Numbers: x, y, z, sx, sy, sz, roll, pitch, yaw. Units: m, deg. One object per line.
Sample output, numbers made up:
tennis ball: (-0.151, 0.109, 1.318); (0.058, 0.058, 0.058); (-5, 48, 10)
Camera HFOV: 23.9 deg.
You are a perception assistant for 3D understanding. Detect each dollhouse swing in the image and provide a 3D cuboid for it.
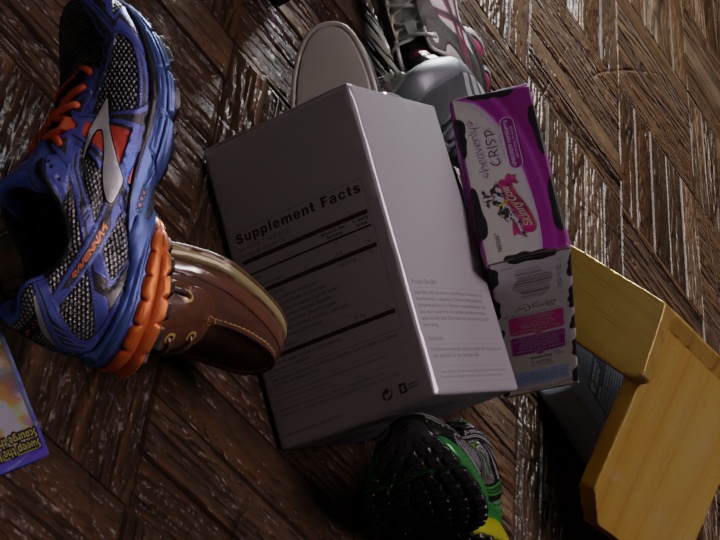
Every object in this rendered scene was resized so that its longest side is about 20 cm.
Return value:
dollhouse swing: (0.217, 0.120, 1.428); (0.181, 0.176, 0.200); (35, -1, 45)

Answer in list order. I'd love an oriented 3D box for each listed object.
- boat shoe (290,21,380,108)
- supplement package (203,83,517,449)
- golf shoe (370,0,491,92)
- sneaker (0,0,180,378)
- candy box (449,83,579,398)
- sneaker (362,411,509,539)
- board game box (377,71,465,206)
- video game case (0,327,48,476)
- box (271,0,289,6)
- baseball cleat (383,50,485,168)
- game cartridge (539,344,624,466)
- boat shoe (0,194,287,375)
boat shoe: (-0.008, -0.074, 1.208); (0.057, 0.066, 0.202); (64, 14, -80)
supplement package: (0.000, 0.000, 1.090); (0.121, 0.119, 0.202); (5, 67, -60)
golf shoe: (0.048, -0.209, 1.376); (0.201, 0.077, 0.088); (60, 21, -17)
sneaker: (-0.135, -0.050, 0.825); (0.078, 0.075, 0.202); (11, 62, -31)
candy box: (0.110, -0.016, 1.203); (0.200, 0.060, 0.137); (74, 5, -58)
sneaker: (0.048, 0.131, 1.104); (0.200, 0.077, 0.086); (61, 23, -63)
board game box: (0.041, -0.050, 1.298); (0.135, 0.034, 0.202); (-25, 93, -64)
video game case: (-0.235, 0.023, 0.717); (0.200, 0.045, 0.183); (-18, 85, -64)
box: (-0.011, -0.310, 1.258); (0.046, 0.158, 0.201); (39, 39, -41)
baseball cleat: (0.087, -0.101, 1.269); (0.106, 0.070, 0.200); (46, 14, 19)
game cartridge: (0.207, 0.086, 1.508); (0.134, 0.041, 0.200); (53, 30, -19)
boat shoe: (-0.119, 0.020, 0.917); (0.200, 0.072, 0.068); (32, 49, -41)
